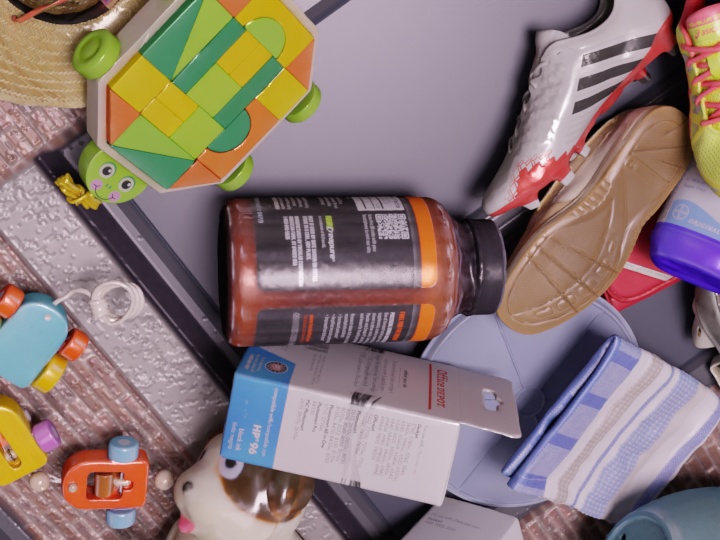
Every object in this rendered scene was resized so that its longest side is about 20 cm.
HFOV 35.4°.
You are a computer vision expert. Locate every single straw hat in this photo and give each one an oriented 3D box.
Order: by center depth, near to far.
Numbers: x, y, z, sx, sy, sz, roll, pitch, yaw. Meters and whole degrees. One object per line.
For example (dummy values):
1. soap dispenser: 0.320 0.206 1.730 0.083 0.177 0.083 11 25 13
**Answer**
1. straw hat: -0.194 -0.202 0.708 0.200 0.085 0.202 -20 133 -22

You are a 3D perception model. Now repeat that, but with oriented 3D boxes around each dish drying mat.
1. dish drying mat: 0.276 -0.039 0.901 0.199 0.018 0.077 -27 112 -1

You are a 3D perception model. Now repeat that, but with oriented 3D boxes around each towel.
1. towel: 0.209 0.136 0.904 0.200 0.024 0.147 28 102 -45

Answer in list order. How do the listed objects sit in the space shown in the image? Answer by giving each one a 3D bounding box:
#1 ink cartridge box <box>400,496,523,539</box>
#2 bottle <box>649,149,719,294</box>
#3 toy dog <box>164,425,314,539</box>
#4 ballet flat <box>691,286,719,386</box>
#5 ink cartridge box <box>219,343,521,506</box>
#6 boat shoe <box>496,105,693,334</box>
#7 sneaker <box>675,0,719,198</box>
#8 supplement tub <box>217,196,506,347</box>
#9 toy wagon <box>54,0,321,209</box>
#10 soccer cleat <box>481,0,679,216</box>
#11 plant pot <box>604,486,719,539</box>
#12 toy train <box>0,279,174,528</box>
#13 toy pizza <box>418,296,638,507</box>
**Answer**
1. ink cartridge box: 0.056 0.298 0.883 0.200 0.084 0.145 -38 121 -41
2. bottle: 0.288 -0.084 0.841 0.083 0.065 0.201 25 84 18
3. toy dog: -0.079 0.217 0.856 0.193 0.139 0.201 -15 112 -24
4. ballet flat: 0.306 0.062 0.920 0.064 0.067 0.200 -15 121 43
5. ink cartridge box: 0.009 0.105 0.818 0.199 0.116 0.068 12 106 1
6. boat shoe: 0.169 -0.040 0.850 0.074 0.069 0.200 40 92 -20
7. sneaker: 0.251 -0.142 0.781 0.090 0.078 0.201 24 61 -45
8. supplement tub: 0.000 0.000 0.809 0.199 0.107 0.107 -1 109 -11
9. toy wagon: -0.118 -0.109 0.747 0.200 0.040 0.155 -46 137 4
10. soccer cleat: 0.144 -0.128 0.820 0.085 0.069 0.200 40 94 -12
11. plant pot: 0.267 0.258 0.902 0.134 0.200 0.201 25 103 -21
12. toy train: -0.215 0.094 0.829 0.149 0.056 0.201 -3 111 -16
13. toy pizza: 0.132 0.099 0.913 0.199 0.032 0.201 -4 111 -11
